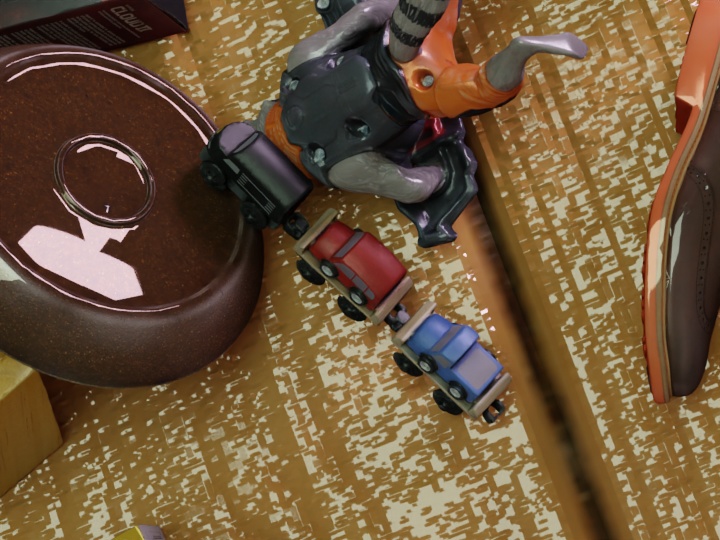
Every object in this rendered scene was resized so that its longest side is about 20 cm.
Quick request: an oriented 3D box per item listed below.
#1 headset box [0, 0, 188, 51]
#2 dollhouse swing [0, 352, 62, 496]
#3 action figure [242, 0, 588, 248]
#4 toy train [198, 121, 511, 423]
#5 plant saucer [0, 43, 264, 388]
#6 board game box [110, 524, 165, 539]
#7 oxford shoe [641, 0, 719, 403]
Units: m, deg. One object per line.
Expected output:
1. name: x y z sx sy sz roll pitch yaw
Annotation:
1. headset box: -0.187 -0.188 1.130 0.200 0.077 0.149 -12 78 15
2. dollhouse swing: -0.283 0.046 1.079 0.176 0.182 0.200 -33 74 -13
3. action figure: 0.006 -0.120 1.043 0.193 0.104 0.200 -41 66 35
4. toy train: 0.000 0.000 1.041 0.200 0.046 0.034 44 60 1
5. plant saucer: -0.131 -0.037 1.040 0.034 0.200 0.201 -46 68 46
6. board game box: -0.121 0.249 1.064 0.134 0.034 0.200 -30 75 9
7. oxford shoe: 0.178 -0.031 1.011 0.072 0.071 0.200 11 84 11
